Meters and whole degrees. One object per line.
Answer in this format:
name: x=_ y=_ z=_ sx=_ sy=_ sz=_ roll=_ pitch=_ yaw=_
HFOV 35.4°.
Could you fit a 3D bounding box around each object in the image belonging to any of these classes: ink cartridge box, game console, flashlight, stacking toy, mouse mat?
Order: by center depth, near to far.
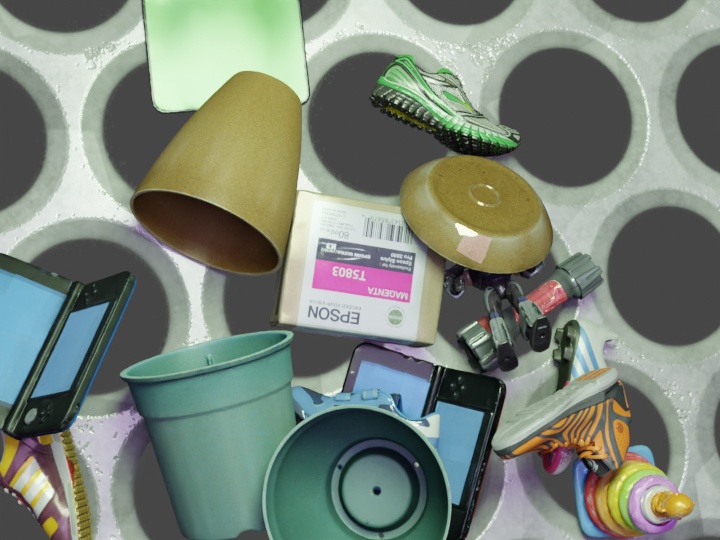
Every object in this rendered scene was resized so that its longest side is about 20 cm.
game console: x=-0.367 y=0.072 z=1.248 sx=0.118 sy=0.170 sz=0.201 roll=38 pitch=55 yaw=-31
game console: x=0.060 y=0.204 z=1.356 sx=0.118 sy=0.172 sz=0.201 roll=22 pitch=81 yaw=-36
stacking toy: x=0.347 y=0.278 z=1.364 sx=0.115 sy=0.200 sz=0.111 roll=-8 pitch=87 yaw=-13
ink cartridge box: x=0.000 y=0.000 z=1.379 sx=0.198 sy=0.075 sz=0.166 roll=8 pitch=83 yaw=-12
mouse mat: x=-0.166 y=-0.279 z=1.402 sx=0.198 sy=0.008 sz=0.162 roll=-5 pitch=86 yaw=-11
flashlight: x=0.216 y=0.051 z=1.420 sx=0.199 sy=0.068 sz=0.068 roll=-34 pitch=59 yaw=-8

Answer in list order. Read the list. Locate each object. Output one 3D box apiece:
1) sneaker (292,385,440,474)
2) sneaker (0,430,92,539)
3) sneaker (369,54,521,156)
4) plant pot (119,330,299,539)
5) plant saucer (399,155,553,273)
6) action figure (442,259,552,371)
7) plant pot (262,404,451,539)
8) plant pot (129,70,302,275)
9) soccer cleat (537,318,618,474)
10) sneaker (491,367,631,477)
sneaker: x=0.005 y=0.173 z=1.336 sx=0.199 sy=0.074 sz=0.083 roll=22 pitch=89 yaw=14
sneaker: x=-0.367 y=0.248 z=1.288 sx=0.089 sy=0.075 sz=0.201 roll=-13 pitch=82 yaw=-4
sneaker: x=0.117 y=-0.207 z=1.419 sx=0.199 sy=0.078 sz=0.086 roll=27 pitch=80 yaw=-8
plant pot: x=-0.153 y=0.188 z=1.281 sx=0.199 sy=0.200 sz=0.198 roll=-13 pitch=97 yaw=-13
plant saucer: x=0.147 y=-0.081 z=1.376 sx=0.199 sy=0.036 sz=0.201 roll=11 pitch=43 yaw=-10
action figure: x=0.172 y=0.025 z=1.373 sx=0.129 sy=0.201 sz=0.070 roll=-23 pitch=131 yaw=4
plant pot: x=0.007 y=0.244 z=1.221 sx=0.199 sy=0.134 sz=0.202 roll=-1 pitch=85 yaw=12
plant pot: x=-0.145 y=-0.127 z=1.318 sx=0.185 sy=0.186 sz=0.201 roll=24 pitch=68 yaw=-9
soccer cleat: x=0.282 y=0.162 z=1.426 sx=0.086 sy=0.070 sz=0.202 roll=13 pitch=83 yaw=-12
sneaker: x=0.251 y=0.202 z=1.334 sx=0.199 sy=0.077 sz=0.113 roll=-24 pitch=94 yaw=-26
